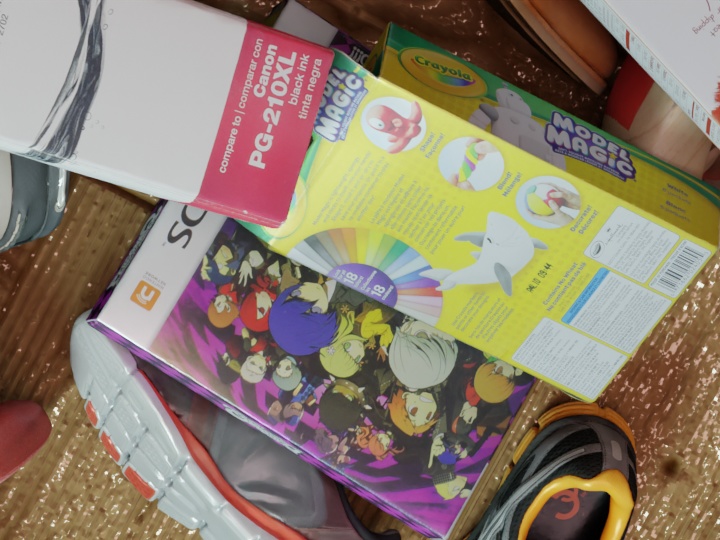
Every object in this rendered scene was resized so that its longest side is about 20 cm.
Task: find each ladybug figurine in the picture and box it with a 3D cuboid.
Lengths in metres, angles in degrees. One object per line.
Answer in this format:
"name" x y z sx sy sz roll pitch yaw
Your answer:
"ladybug figurine" 0.180 -0.098 1.232 0.200 0.072 0.136 -52 144 5

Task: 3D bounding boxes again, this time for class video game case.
"video game case" 0.000 0.000 1.243 0.199 0.036 0.182 33 79 -10

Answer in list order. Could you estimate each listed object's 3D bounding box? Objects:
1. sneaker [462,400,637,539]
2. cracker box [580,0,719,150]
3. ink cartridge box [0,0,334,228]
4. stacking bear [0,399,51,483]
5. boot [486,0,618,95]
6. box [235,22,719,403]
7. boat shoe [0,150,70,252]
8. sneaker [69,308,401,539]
"sneaker" 0.076 0.161 1.287 0.078 0.077 0.201 22 100 -11
"cracker box" 0.147 -0.165 1.143 0.134 0.058 0.200 -42 81 -1
"ink cartridge box" -0.136 -0.091 1.117 0.199 0.145 0.085 17 90 -30
"stacking bear" -0.239 0.016 1.213 0.121 0.114 0.201 -24 100 -1
"boot" 0.105 -0.199 1.227 0.155 0.077 0.200 -35 95 -2
"box" 0.048 -0.029 1.182 0.199 0.049 0.118 25 129 -13
"boat shoe" -0.163 -0.109 1.230 0.062 0.073 0.201 0 96 -49
"sneaker" -0.059 0.087 1.275 0.200 0.077 0.082 50 62 -6
